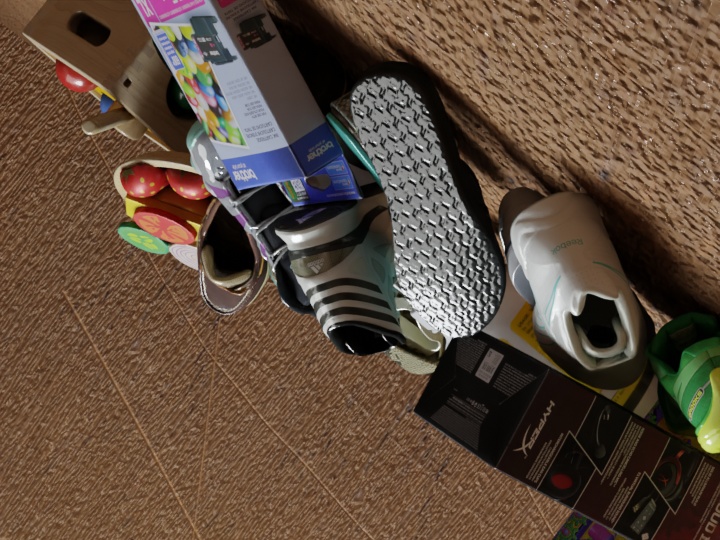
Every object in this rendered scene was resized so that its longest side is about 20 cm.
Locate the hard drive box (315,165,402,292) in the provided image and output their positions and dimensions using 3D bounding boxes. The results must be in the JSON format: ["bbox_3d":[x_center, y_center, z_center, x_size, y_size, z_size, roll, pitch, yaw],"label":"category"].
[{"bbox_3d":[0.010,-0.053,1.528,0.156,0.077,0.200,38,176,4],"label":"hard drive box"}]

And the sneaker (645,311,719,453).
[{"bbox_3d":[0.228,0.065,1.130,0.200,0.074,0.084,28,-142,-88],"label":"sneaker"}]

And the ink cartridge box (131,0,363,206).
[{"bbox_3d":[-0.081,-0.125,1.182,0.200,0.042,0.119,59,156,-14],"label":"ink cartridge box"}]

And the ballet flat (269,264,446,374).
[{"bbox_3d":[0.015,0.029,1.508,0.200,0.068,0.075,34,156,-30],"label":"ballet flat"}]

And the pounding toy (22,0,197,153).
[{"bbox_3d":[-0.209,-0.176,1.615,0.200,0.142,0.184,35,175,41],"label":"pounding toy"}]

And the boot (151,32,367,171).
[{"bbox_3d":[-0.060,-0.134,1.318,0.200,0.078,0.138,36,180,40],"label":"boot"}]

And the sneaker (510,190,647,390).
[{"bbox_3d":[0.144,0.035,1.093,0.200,0.070,0.080,57,-170,-54],"label":"sneaker"}]

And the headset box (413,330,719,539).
[{"bbox_3d":[0.156,0.123,1.168,0.200,0.075,0.149,29,180,-22],"label":"headset box"}]

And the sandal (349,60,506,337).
[{"bbox_3d":[0.052,-0.047,1.119,0.075,0.048,0.201,0,122,29],"label":"sandal"}]

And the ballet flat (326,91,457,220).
[{"bbox_3d":[0.045,-0.057,1.193,0.072,0.072,0.201,34,162,44],"label":"ballet flat"}]

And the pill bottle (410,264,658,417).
[{"bbox_3d":[0.144,0.065,1.421,0.200,0.113,0.112,39,176,-4],"label":"pill bottle"}]

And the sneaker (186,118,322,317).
[{"bbox_3d":[-0.052,-0.029,1.329,0.200,0.078,0.140,44,-166,-38],"label":"sneaker"}]

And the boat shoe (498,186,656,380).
[{"bbox_3d":[0.147,0.009,1.181,0.200,0.073,0.066,55,-167,-52],"label":"boat shoe"}]

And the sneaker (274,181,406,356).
[{"bbox_3d":[0.000,0.000,1.269,0.200,0.075,0.116,-34,-70,-68],"label":"sneaker"}]

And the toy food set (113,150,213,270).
[{"bbox_3d":[-0.134,-0.044,1.584,0.199,0.049,0.198,19,160,1],"label":"toy food set"}]

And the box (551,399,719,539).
[{"bbox_3d":[0.266,0.207,1.309,0.192,0.200,0.122,38,176,14],"label":"box"}]

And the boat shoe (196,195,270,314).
[{"bbox_3d":[-0.112,-0.016,1.473,0.072,0.072,0.200,28,143,3],"label":"boat shoe"}]
